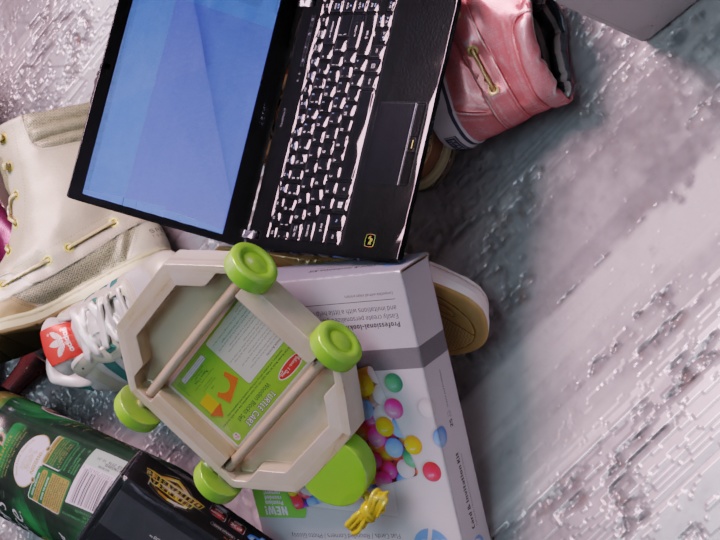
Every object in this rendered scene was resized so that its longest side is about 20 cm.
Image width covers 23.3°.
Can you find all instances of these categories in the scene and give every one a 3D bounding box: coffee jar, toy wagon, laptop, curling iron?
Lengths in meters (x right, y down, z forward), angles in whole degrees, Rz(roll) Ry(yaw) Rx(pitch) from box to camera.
[{"bbox_3d":[-0.212,0.149,1.242,0.199,0.104,0.086,19,78,36],"label":"coffee jar"},{"bbox_3d":[-0.060,0.080,1.074,0.200,0.040,0.155,42,125,1],"label":"toy wagon"},{"bbox_3d":[-0.059,-0.109,1.081,0.199,0.103,0.179,6,79,39],"label":"laptop"},{"bbox_3d":[-0.244,0.069,1.316,0.200,0.050,0.026,-43,93,12],"label":"curling iron"}]

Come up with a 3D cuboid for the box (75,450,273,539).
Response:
[{"bbox_3d":[-0.107,0.236,1.131,0.199,0.046,0.159,35,109,-2],"label":"box"}]

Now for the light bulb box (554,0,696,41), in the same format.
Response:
[{"bbox_3d":[0.169,-0.280,1.025,0.198,0.124,0.201,-38,65,25],"label":"light bulb box"}]

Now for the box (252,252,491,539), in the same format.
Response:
[{"bbox_3d":[-0.008,0.095,1.105,0.155,0.041,0.202,-5,106,34],"label":"box"}]

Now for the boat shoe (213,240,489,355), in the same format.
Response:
[{"bbox_3d":[0.000,0.000,1.138,0.199,0.069,0.071,14,130,24],"label":"boat shoe"}]

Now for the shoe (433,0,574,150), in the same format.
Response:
[{"bbox_3d":[0.074,-0.184,1.115,0.090,0.071,0.202,-19,77,28],"label":"shoe"}]

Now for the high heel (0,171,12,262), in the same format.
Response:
[{"bbox_3d":[-0.303,-0.043,1.350,0.199,0.067,0.097,31,90,30],"label":"high heel"}]

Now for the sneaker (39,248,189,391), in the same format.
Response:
[{"bbox_3d":[-0.164,0.044,1.176,0.200,0.093,0.071,137,120,-66],"label":"sneaker"}]

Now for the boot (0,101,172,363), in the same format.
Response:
[{"bbox_3d":[-0.246,-0.026,1.266,0.199,0.072,0.156,-23,77,-2],"label":"boot"}]

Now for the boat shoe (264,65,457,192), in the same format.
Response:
[{"bbox_3d":[-0.030,-0.103,1.169,0.199,0.074,0.076,11,90,35],"label":"boat shoe"}]

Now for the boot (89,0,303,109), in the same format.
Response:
[{"bbox_3d":[-0.105,-0.155,1.192,0.131,0.070,0.201,-7,60,41],"label":"boot"}]
